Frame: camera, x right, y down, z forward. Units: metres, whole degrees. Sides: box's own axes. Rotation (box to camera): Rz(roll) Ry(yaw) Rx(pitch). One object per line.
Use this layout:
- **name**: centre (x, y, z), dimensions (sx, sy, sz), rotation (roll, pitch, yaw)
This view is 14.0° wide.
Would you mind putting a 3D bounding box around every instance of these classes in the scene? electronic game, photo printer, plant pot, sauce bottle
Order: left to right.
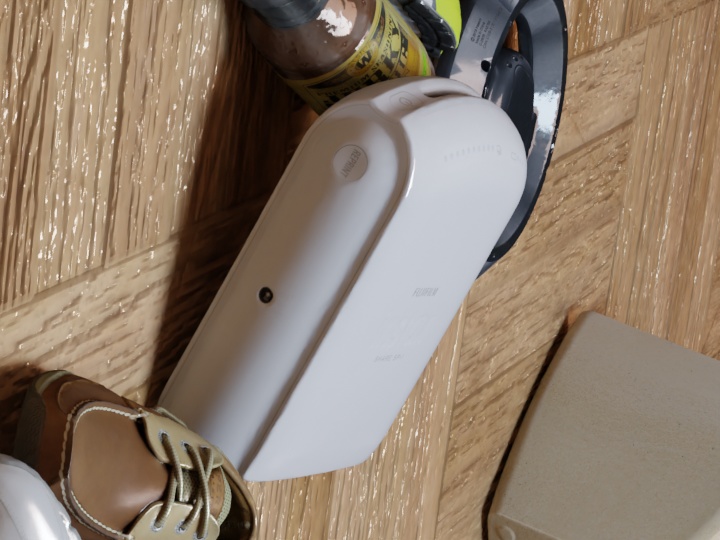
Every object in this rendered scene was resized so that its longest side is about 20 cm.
- **sauce bottle**: centre (-0.018, -0.113, 1.374), dimensions (0.200, 0.064, 0.065), rotation (36, 68, -68)
- **photo printer**: centre (0.000, 0.000, 1.392), dimensions (0.201, 0.069, 0.166), rotation (-60, 160, 12)
- **electronic game**: centre (0.074, -0.089, 1.679), dimensions (0.200, 0.041, 0.201), rotation (14, 90, -71)
- **plant pot**: centre (0.187, 0.181, 1.977), dimensions (0.177, 0.199, 0.200), rotation (-43, 143, -38)

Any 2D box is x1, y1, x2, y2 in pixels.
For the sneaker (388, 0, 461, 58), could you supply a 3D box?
- **sneaker**: centre (0.013, -0.178, 1.427), dimensions (0.200, 0.074, 0.081), rotation (70, 30, -70)

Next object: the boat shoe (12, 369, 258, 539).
- **boat shoe**: centre (-0.092, 0.089, 1.252), dimensions (0.200, 0.073, 0.076), rotation (41, 55, -73)

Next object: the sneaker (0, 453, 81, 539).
- **sneaker**: centre (-0.159, 0.171, 1.145), dimensions (0.087, 0.074, 0.201), rotation (-6, 107, -64)
